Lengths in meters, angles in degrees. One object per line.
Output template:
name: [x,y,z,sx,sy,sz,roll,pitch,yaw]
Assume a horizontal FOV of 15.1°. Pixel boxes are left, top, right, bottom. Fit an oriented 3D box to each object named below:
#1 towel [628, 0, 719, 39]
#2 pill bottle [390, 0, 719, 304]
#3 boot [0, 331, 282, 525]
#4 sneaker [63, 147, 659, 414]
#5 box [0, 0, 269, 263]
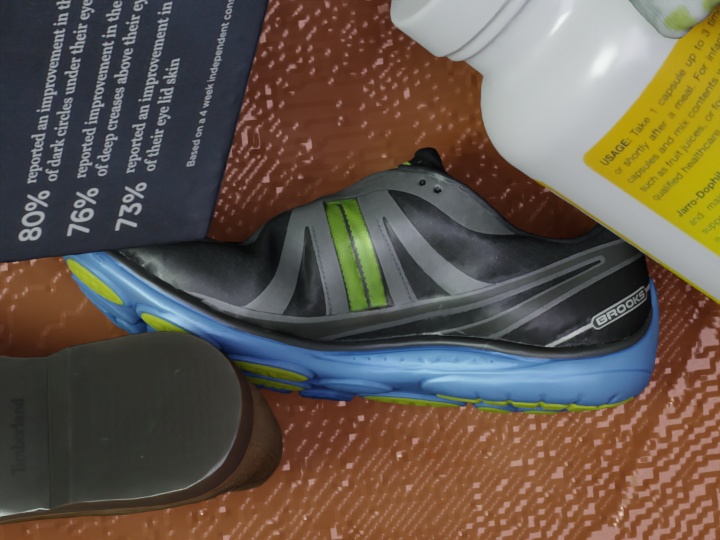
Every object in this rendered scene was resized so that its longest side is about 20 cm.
towel: [0.111,-0.193,0.792,0.200,0.048,0.171,-39,88,-9]
pill bottle: [0.110,-0.054,0.860,0.199,0.104,0.105,33,92,-16]
boot: [-0.122,0.057,0.891,0.199,0.075,0.074,0,77,17]
sneaker: [0.000,0.000,0.898,0.198,0.071,0.083,6,80,-5]
box: [-0.136,-0.084,0.797,0.199,0.105,0.149,-6,136,-26]
